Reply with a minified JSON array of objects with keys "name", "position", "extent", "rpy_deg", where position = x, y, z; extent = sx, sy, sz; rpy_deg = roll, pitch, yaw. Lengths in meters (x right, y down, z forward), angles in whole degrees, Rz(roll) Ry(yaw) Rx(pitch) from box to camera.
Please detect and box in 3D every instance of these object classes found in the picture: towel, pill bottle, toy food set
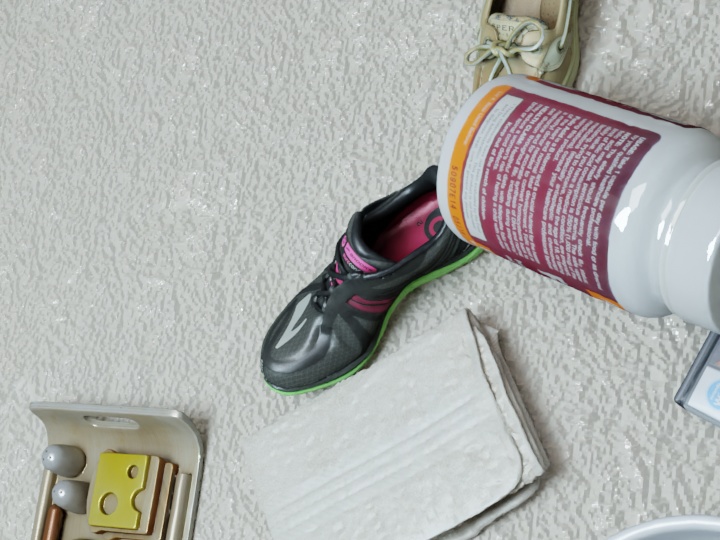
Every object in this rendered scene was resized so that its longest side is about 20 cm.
[{"name":"towel","position":[0.019,0.124,0.969],"extent":[0.200,0.034,0.133],"rpy_deg":[-31,59,19]},{"name":"pill bottle","position":[0.152,-0.040,0.887],"extent":[0.200,0.114,0.114],"rpy_deg":[26,87,42]},{"name":"toy food set","position":[-0.195,0.194,1.050],"extent":[0.143,0.060,0.201],"rpy_deg":[-1,73,30]}]

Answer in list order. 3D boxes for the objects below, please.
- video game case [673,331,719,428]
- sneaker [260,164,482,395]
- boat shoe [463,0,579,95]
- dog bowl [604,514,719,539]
[{"name":"video game case","position":[0.302,0.028,0.843],"extent":[0.181,0.025,0.200],"rpy_deg":[28,88,34]},{"name":"sneaker","position":[0.000,0.000,0.991],"extent":[0.200,0.084,0.077],"rpy_deg":[-45,55,8]},{"name":"boat shoe","position":[0.112,-0.180,1.002],"extent":[0.073,0.063,0.201],"rpy_deg":[8,78,31]},{"name":"dog bowl","position":[0.190,0.237,0.802],"extent":[0.200,0.079,0.201],"rpy_deg":[-10,68,27]}]
